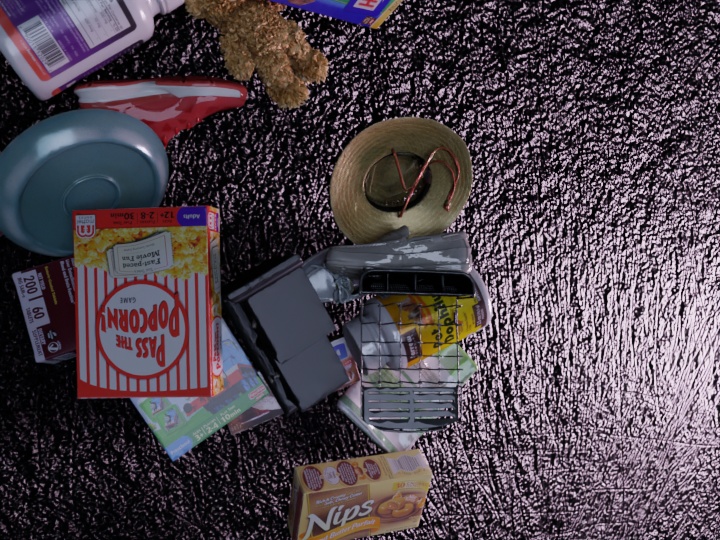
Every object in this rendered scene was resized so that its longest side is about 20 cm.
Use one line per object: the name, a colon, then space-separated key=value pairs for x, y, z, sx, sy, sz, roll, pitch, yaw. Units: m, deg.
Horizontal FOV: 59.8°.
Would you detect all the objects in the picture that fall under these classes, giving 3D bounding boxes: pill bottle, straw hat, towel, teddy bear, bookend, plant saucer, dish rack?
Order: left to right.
pill bottle: x=-0.302 y=-0.288 z=0.694 sx=0.199 sy=0.111 sz=0.112 roll=-36 pitch=109 yaw=-12
plant saucer: x=-0.305 y=-0.086 z=0.702 sx=0.199 sy=0.027 sz=0.201 roll=-30 pitch=150 yaw=-19
teddy bear: x=-0.122 y=-0.297 z=0.781 sx=0.144 sy=0.067 sz=0.201 roll=-35 pitch=106 yaw=-19
bookend: x=-0.086 y=0.090 z=0.773 sx=0.092 sy=0.198 sz=0.202 roll=-31 pitch=99 yaw=-15
straw hat: x=0.047 y=-0.126 z=0.862 sx=0.198 sy=0.085 sz=0.203 roll=-7 pitch=118 yaw=-12
towel: x=0.077 y=0.176 z=0.956 sx=0.200 sy=0.031 sz=0.149 roll=-46 pitch=112 yaw=-9
dish rack: x=0.068 y=0.102 z=0.793 sx=0.151 sy=0.055 sz=0.203 roll=2 pitch=82 yaw=-11
pill bottle: x=0.078 y=0.069 z=0.884 sx=0.198 sy=0.109 sz=0.110 roll=-25 pitch=106 yaw=-14

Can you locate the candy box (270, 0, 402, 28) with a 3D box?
candy box: x=-0.020 y=-0.379 z=0.728 sx=0.198 sy=0.169 sz=0.078 roll=-2 pitch=73 yaw=-35

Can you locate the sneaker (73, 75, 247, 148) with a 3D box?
sneaker: x=-0.237 y=-0.175 z=0.769 sx=0.197 sy=0.078 sz=0.117 roll=-5 pitch=112 yaw=-13

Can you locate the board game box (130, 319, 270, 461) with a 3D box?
board game box: x=-0.233 y=0.118 z=0.811 sx=0.150 sy=0.037 sz=0.201 roll=-33 pitch=99 yaw=-13

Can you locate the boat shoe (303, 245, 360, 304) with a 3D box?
boat shoe: x=0.001 y=0.001 z=0.880 sx=0.199 sy=0.065 sz=0.075 roll=-12 pitch=102 yaw=-19

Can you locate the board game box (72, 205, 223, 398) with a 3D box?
board game box: x=-0.229 y=0.034 z=0.681 sx=0.149 sy=0.046 sz=0.203 roll=-2 pitch=90 yaw=5

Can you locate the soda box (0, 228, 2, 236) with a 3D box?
soda box: x=-0.401 y=-0.084 z=0.710 sx=0.199 sy=0.070 sz=0.064 roll=-35 pitch=105 yaw=-12

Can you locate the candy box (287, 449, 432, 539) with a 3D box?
candy box: x=-0.002 y=0.334 z=0.919 sx=0.197 sy=0.055 sz=0.117 roll=-1 pitch=119 yaw=-20

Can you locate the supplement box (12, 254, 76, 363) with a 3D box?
supplement box: x=-0.291 y=0.027 z=0.748 sx=0.198 sy=0.061 sz=0.110 roll=-19 pitch=83 yaw=-11

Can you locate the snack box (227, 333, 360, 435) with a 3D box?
snack box: x=-0.101 y=0.158 z=0.887 sx=0.198 sy=0.024 sz=0.073 roll=-20 pitch=102 yaw=-17

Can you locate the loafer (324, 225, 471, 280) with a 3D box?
loafer: x=0.051 y=-0.024 z=0.834 sx=0.197 sy=0.070 sz=0.071 roll=1 pitch=75 yaw=-11
